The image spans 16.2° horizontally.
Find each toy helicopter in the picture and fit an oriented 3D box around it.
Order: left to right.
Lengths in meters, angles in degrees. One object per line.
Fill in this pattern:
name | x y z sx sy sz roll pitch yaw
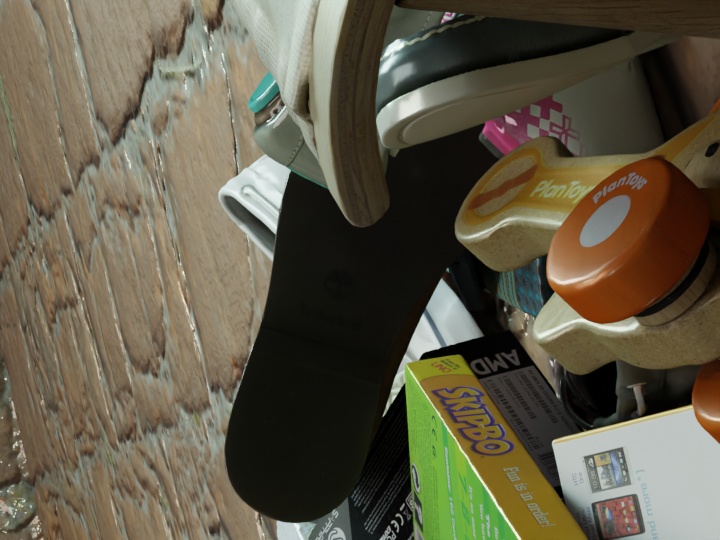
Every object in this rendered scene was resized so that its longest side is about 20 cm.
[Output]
toy helicopter | 0.089 -0.026 0.756 0.079 0.132 0.200 41 167 -21

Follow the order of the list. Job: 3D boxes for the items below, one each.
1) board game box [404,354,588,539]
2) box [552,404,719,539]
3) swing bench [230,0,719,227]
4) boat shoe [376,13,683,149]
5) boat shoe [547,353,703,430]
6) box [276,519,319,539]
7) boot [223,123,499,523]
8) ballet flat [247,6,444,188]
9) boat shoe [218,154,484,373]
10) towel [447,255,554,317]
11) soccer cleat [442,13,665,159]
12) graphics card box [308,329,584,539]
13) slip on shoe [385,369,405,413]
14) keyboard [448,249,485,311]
board game box | 0.053 0.112 0.824 0.200 0.030 0.096 -118 22 -63
box | 0.125 0.094 0.749 0.200 0.041 0.119 -22 78 55
swing bench | 0.050 -0.133 0.651 0.199 0.200 0.130 -120 23 -49
boat shoe | 0.051 -0.083 0.752 0.073 0.200 0.062 -19 95 31
boat shoe | 0.091 0.023 0.878 0.200 0.057 0.067 137 128 -77
box | 0.042 0.187 1.097 0.200 0.115 0.132 -120 23 -48
boot | 0.000 0.000 0.961 0.075 0.074 0.200 86 -153 -82
ballet flat | 0.038 -0.113 0.850 0.200 0.064 0.067 -56 8 6
boat shoe | 0.003 0.021 1.149 0.200 0.065 0.074 52 168 36
towel | 0.041 -0.065 1.086 0.200 0.022 0.147 -150 50 -69
soccer cleat | 0.060 -0.112 0.893 0.086 0.070 0.200 -45 66 35
graphics card box | 0.068 0.137 0.948 0.200 0.051 0.126 53 137 26
slip on shoe | 0.082 0.115 1.018 0.200 0.061 0.074 54 127 30
keyboard | 0.017 -0.084 1.083 0.200 0.040 0.104 65 -178 35
